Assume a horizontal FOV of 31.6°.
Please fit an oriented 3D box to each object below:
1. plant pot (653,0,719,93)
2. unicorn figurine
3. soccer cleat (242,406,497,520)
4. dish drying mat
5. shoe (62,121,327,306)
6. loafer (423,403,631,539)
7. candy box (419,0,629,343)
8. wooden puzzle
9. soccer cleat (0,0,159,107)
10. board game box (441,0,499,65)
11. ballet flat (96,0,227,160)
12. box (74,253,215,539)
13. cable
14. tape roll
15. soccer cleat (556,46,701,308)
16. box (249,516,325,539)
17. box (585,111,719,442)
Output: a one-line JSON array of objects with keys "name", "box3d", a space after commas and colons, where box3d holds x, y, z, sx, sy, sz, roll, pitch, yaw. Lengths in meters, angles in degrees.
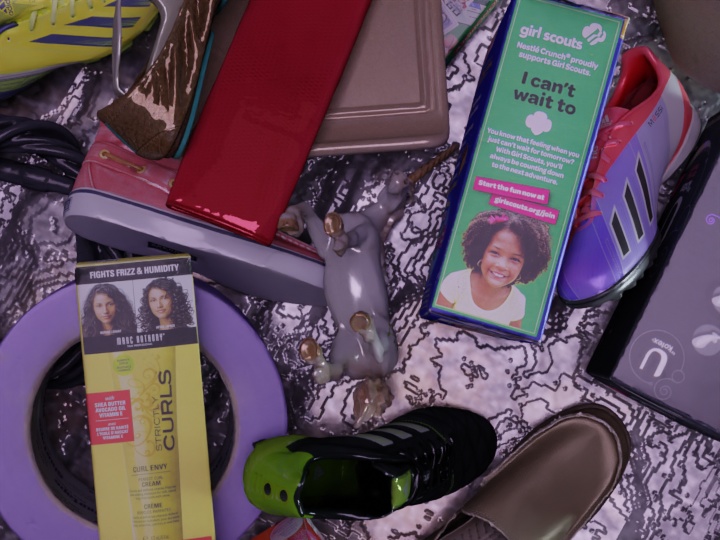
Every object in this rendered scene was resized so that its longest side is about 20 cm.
[{"name": "plant pot", "box3d": [0.267, -0.186, 0.823, 0.199, 0.201, 0.135, 18, 120, 4]}, {"name": "unicorn figurine", "box3d": [0.000, 0.000, 0.838, 0.073, 0.137, 0.202, 5, 85, 21]}, {"name": "soccer cleat", "box3d": [0.020, 0.131, 0.823, 0.199, 0.081, 0.068, -3, 101, -34]}, {"name": "dish drying mat", "box3d": [-0.055, -0.120, 0.829, 0.076, 0.018, 0.201, 20, 77, 8]}, {"name": "shoe", "box3d": [-0.097, -0.045, 0.881, 0.198, 0.071, 0.092, 18, 70, -8]}, {"name": "loafer", "box3d": [0.106, 0.170, 0.858, 0.200, 0.067, 0.076, -45, 85, 0]}, {"name": "candy box", "box3d": [0.098, -0.059, 0.821, 0.076, 0.169, 0.202, 14, 88, 1]}, {"name": "wooden puzzle", "box3d": [-0.036, -0.168, 0.867, 0.183, 0.037, 0.202, -4, 75, 3]}, {"name": "soccer cleat", "box3d": [-0.211, -0.175, 0.865, 0.199, 0.084, 0.065, -25, 60, 19]}, {"name": "board game box", "box3d": [0.018, -0.251, 0.906, 0.200, 0.029, 0.135, 40, 89, 5]}, {"name": "ballet flat", "box3d": [-0.117, -0.171, 0.817, 0.072, 0.068, 0.202, 22, 83, -17]}, {"name": "box", "box3d": [-0.132, 0.092, 0.784, 0.074, 0.050, 0.202, -4, 94, -9]}, {"name": "cable", "box3d": [-0.237, -0.008, 0.903, 0.163, 0.051, 0.201, -38, 94, -8]}, {"name": "tape roll", "box3d": [-0.150, 0.099, 0.850, 0.198, 0.085, 0.202, 0, 93, -7]}, {"name": "soccer cleat", "box3d": [0.163, -0.061, 0.821, 0.073, 0.068, 0.201, 54, 50, -28]}, {"name": "box", "box3d": [-0.020, 0.268, 0.812, 0.095, 0.100, 0.201, -32, 110, 1]}, {"name": "box", "box3d": [0.241, 0.003, 0.832, 0.105, 0.122, 0.201, 26, 88, 4]}]
